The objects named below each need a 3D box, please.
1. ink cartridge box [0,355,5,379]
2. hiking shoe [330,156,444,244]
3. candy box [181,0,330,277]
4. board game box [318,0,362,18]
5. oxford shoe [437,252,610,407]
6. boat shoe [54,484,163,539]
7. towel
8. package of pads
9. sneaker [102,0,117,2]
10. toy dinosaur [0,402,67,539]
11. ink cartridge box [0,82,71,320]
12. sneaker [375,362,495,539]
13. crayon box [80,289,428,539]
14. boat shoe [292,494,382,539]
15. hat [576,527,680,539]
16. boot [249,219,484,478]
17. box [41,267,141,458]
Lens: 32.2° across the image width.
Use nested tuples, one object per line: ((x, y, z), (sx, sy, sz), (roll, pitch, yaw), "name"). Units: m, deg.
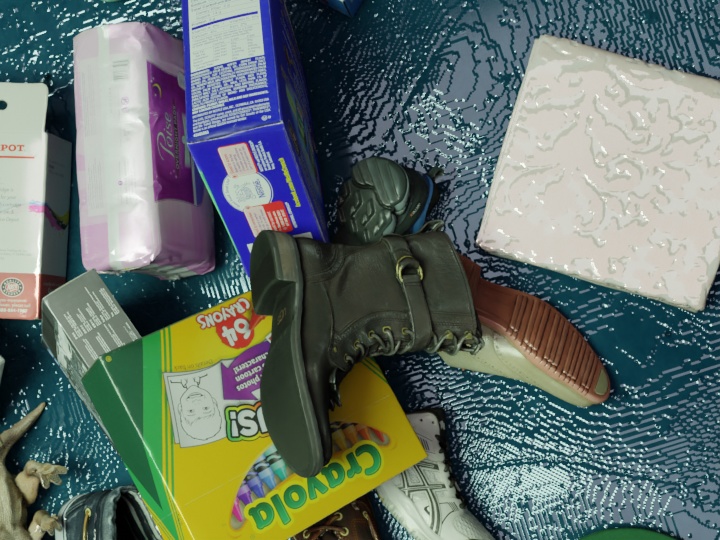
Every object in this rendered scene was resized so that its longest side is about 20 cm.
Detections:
((-0.403, 0.071, 1.034), (0.200, 0.145, 0.083), (39, 50, 9), "ink cartridge box")
((0.000, 0.000, 1.030), (0.074, 0.087, 0.200), (49, 116, 30), "hiking shoe")
((-0.082, -0.126, 0.967), (0.077, 0.169, 0.200), (-11, 54, 5), "candy box")
((-0.046, -0.352, 1.074), (0.196, 0.056, 0.200), (30, 90, 9), "board game box")
((0.112, 0.056, 1.027), (0.200, 0.071, 0.074), (35, 126, 1), "oxford shoe")
((-0.192, 0.276, 1.016), (0.091, 0.071, 0.200), (-25, 79, 46), "boat shoe")
((0.215, -0.081, 1.032), (0.200, 0.032, 0.191), (17, 89, 9), "towel")
((-0.177, -0.094, 1.027), (0.076, 0.120, 0.200), (-5, 86, 17), "package of pads")
((-0.238, -0.339, 1.053), (0.078, 0.140, 0.200), (-17, 84, 6), "sneaker")
((-0.313, 0.212, 1.056), (0.086, 0.136, 0.200), (12, 59, -29), "toy dinosaur")
((-0.316, -0.059, 1.079), (0.116, 0.067, 0.200), (3, 87, 7), "ink cartridge box")
((0.049, 0.157, 1.012), (0.200, 0.076, 0.088), (44, 90, 7), "sneaker")
((-0.074, 0.108, 0.916), (0.200, 0.058, 0.173), (-25, 80, -34), "crayon box")
((-0.014, 0.226, 1.018), (0.070, 0.070, 0.200), (-31, 81, 5), "boat shoe")
((0.209, 0.337, 1.007), (0.165, 0.176, 0.200), (14, 50, 10), "hat")
((0.015, 0.049, 0.911), (0.174, 0.069, 0.200), (3, 67, -26), "boot")
((-0.180, 0.109, 0.996), (0.050, 0.158, 0.200), (-33, 86, -20), "box")
